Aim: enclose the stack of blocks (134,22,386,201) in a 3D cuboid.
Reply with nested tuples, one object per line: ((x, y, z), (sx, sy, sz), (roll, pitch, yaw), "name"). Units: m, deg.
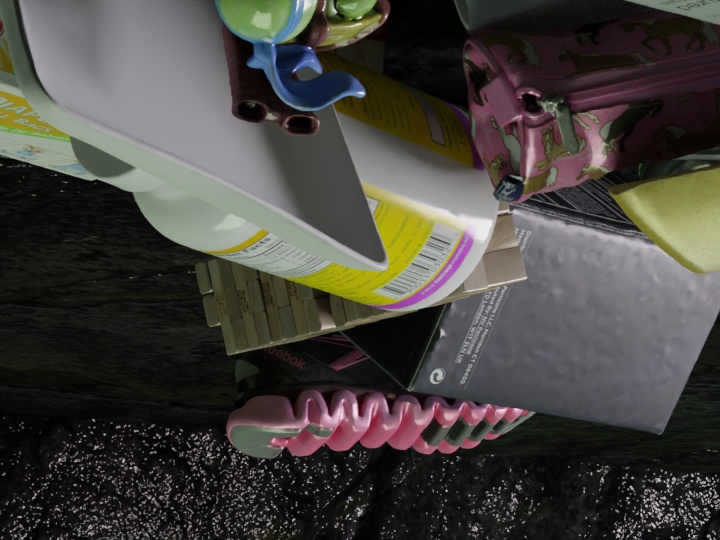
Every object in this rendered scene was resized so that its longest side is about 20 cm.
((-0.058, -0.077, 1.331), (0.058, 0.116, 0.200), (8, 169, -25), "stack of blocks")

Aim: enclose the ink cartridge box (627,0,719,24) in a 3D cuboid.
((0.194, -0.150, 0.788), (0.199, 0.146, 0.145), (9, 168, -32), "ink cartridge box")

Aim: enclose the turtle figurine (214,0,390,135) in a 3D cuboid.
((-0.014, -0.165, 0.965), (0.143, 0.201, 0.194), (-23, -177, 15), "turtle figurine")

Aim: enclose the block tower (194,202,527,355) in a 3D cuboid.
((0.000, 0.000, 1.282), (0.058, 0.054, 0.199), (-11, 177, -41), "block tower")

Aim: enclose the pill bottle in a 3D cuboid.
((-0.034, -0.051, 1.125), (0.104, 0.105, 0.199), (-7, 162, 42), "pill bottle")

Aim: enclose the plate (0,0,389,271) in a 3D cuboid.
((-0.084, -0.099, 0.972), (0.032, 0.201, 0.200), (-35, 143, 23), "plate")

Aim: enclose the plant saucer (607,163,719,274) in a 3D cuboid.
((0.221, -0.037, 1.158), (0.198, 0.049, 0.200), (-12, -179, 9), "plant saucer")

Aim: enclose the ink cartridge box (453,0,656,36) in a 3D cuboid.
((0.151, -0.139, 1.187), (0.199, 0.057, 0.163), (-20, 165, 8), "ink cartridge box")

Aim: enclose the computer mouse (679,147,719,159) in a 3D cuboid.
((0.162, -0.090, 1.304), (0.198, 0.053, 0.139), (-3, -161, 7), "computer mouse")

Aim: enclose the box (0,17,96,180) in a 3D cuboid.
((-0.158, -0.119, 1.146), (0.101, 0.113, 0.199), (-6, 165, 41), "box")

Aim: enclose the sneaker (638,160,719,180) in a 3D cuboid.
((0.244, -0.056, 1.442), (0.199, 0.084, 0.076), (-7, 165, 42), "sneaker")

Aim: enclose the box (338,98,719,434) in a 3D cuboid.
((0.070, -0.012, 1.410), (0.197, 0.124, 0.200), (11, -161, -38), "box")

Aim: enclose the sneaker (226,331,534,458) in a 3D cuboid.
((0.015, 0.055, 1.445), (0.199, 0.096, 0.079), (2, 156, -24), "sneaker")

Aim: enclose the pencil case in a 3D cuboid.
((0.148, -0.087, 1.129), (0.198, 0.087, 0.083), (-11, 134, -9), "pencil case")
